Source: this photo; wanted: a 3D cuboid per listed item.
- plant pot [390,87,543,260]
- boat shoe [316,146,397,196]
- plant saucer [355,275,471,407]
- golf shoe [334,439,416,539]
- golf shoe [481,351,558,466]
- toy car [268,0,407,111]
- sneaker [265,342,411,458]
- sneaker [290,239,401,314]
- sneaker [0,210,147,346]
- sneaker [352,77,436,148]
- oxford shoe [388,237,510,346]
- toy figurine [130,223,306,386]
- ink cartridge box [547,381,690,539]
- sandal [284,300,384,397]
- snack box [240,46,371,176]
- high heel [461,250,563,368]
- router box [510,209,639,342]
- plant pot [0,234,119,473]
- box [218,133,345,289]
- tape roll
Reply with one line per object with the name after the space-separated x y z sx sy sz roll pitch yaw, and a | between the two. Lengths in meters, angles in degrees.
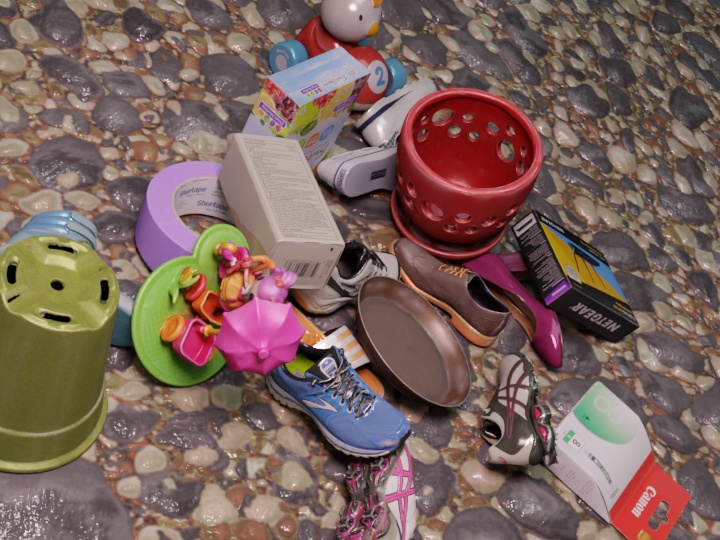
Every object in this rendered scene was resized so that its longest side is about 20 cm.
0.144 -0.129 1.652 0.200 0.183 0.201 3 54 -5 | plant pot
0.015 -0.155 1.711 0.065 0.074 0.200 26 20 31 | boat shoe
0.062 0.096 1.490 0.200 0.032 0.201 34 32 -24 | plant saucer
0.027 0.263 1.319 0.092 0.072 0.200 55 29 -24 | golf shoe
0.193 0.174 1.496 0.088 0.077 0.200 -9 31 -1 | golf shoe
-0.010 -0.370 1.800 0.177 0.200 0.184 44 41 21 | toy car
-0.030 0.142 1.334 0.200 0.089 0.079 28 55 22 | sneaker
0.000 0.000 1.530 0.076 0.088 0.200 46 35 19 | sneaker
-0.313 -0.003 1.341 0.200 0.080 0.131 29 42 -6 | sneaker
0.068 -0.242 1.843 0.081 0.076 0.200 49 46 2 | sneaker
0.126 0.013 1.614 0.200 0.073 0.071 41 41 9 | oxford shoe
-0.128 0.042 1.276 0.150 0.184 0.200 43 65 -37 | toy figurine
0.347 0.260 1.536 0.200 0.050 0.161 41 41 12 | ink cartridge box
-0.052 0.088 1.435 0.207 0.059 0.079 41 42 9 | sandal
-0.090 -0.191 1.577 0.068 0.200 0.169 43 42 12 | snack box
0.217 0.060 1.652 0.096 0.068 0.200 -10 53 -16 | high heel
0.318 0.010 1.709 0.200 0.051 0.149 25 36 -44 | router box
-0.329 0.069 1.173 0.199 0.190 0.200 17 43 -17 | plant pot
-0.101 -0.075 1.428 0.095 0.078 0.200 3 43 -28 | box
-0.181 -0.051 1.470 0.199 0.066 0.200 16 38 -13 | tape roll
